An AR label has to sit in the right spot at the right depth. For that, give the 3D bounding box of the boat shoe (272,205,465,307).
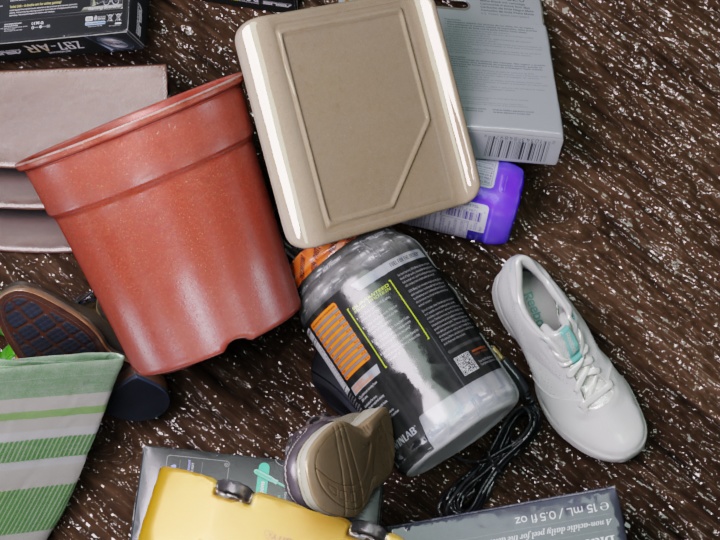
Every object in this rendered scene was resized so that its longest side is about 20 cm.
[{"bbox_3d":[0.000,0.000,1.709,0.198,0.057,0.067,23,66,5],"label":"boat shoe"}]

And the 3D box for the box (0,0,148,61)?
[{"bbox_3d":[-0.287,-0.273,1.755,0.198,0.044,0.162,-4,74,16],"label":"box"}]

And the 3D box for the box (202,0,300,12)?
[{"bbox_3d":[-0.138,-0.346,1.806,0.198,0.048,0.195,8,73,2],"label":"box"}]

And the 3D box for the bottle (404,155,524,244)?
[{"bbox_3d":[0.042,-0.078,1.719,0.198,0.084,0.066,13,66,3],"label":"bottle"}]

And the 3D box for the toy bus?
[{"bbox_3d":[-0.067,0.210,1.489,0.198,0.078,0.066,16,72,4],"label":"toy bus"}]

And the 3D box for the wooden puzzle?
[{"bbox_3d":[-0.002,-0.126,1.600,0.199,0.037,0.187,-16,93,-37],"label":"wooden puzzle"}]

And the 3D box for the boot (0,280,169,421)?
[{"bbox_3d":[-0.236,0.043,1.633,0.074,0.200,0.098,-27,47,17],"label":"boot"}]

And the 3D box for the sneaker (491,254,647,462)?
[{"bbox_3d":[0.178,0.075,1.680,0.075,0.089,0.201,-32,79,-10],"label":"sneaker"}]

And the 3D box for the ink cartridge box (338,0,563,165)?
[{"bbox_3d":[0.074,-0.179,1.738,0.197,0.041,0.201,5,45,-6],"label":"ink cartridge box"}]

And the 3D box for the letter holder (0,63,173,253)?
[{"bbox_3d":[-0.262,-0.095,1.711,0.198,0.101,0.144,-2,77,-2],"label":"letter holder"}]

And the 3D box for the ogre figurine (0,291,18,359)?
[{"bbox_3d":[-0.310,0.095,1.667,0.119,0.098,0.202,-18,60,13],"label":"ogre figurine"}]

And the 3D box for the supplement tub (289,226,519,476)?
[{"bbox_3d":[0.031,0.058,1.619,0.122,0.123,0.201,-32,78,-9],"label":"supplement tub"}]

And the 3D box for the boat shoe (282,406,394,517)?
[{"bbox_3d":[-0.026,0.145,1.477,0.064,0.200,0.073,-9,95,17],"label":"boat shoe"}]

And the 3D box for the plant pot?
[{"bbox_3d":[-0.150,-0.032,1.579,0.199,0.201,0.197,-22,98,-7],"label":"plant pot"}]

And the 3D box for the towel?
[{"bbox_3d":[-0.285,0.153,1.585,0.023,0.152,0.201,42,120,37],"label":"towel"}]

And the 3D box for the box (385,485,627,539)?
[{"bbox_3d":[0.130,0.296,1.608,0.195,0.118,0.202,-10,77,-4],"label":"box"}]

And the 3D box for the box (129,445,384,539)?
[{"bbox_3d":[-0.084,0.227,1.603,0.198,0.149,0.126,6,72,1],"label":"box"}]

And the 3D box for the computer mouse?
[{"bbox_3d":[0.062,0.105,1.691,0.200,0.046,0.140,44,80,10],"label":"computer mouse"}]
